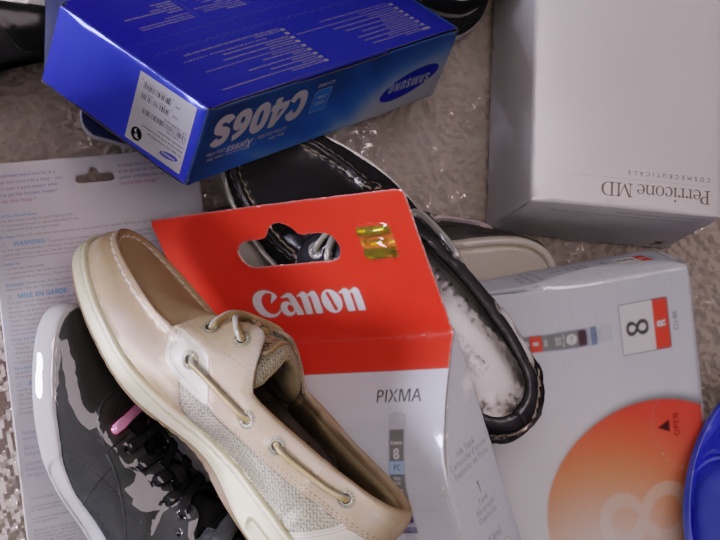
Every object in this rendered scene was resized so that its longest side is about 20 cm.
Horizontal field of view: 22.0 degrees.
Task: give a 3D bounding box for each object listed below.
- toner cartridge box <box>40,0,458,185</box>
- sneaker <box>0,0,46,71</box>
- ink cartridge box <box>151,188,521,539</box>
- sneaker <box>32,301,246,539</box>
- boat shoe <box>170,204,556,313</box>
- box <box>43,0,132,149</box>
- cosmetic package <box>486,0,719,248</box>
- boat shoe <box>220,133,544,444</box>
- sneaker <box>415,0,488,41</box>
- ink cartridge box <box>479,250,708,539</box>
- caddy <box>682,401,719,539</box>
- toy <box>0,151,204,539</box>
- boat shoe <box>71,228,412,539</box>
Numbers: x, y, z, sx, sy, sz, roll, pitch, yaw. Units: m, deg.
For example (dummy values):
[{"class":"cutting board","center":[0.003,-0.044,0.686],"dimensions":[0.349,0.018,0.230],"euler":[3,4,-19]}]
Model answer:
[{"class":"toner cartridge box","center":[-0.048,-0.104,0.886],"dimensions":[0.095,0.043,0.200],"euler":[37,34,22]},{"class":"sneaker","center":[-0.229,-0.095,0.924],"dimensions":[0.199,0.070,0.091],"euler":[-1,86,-5]},{"class":"ink cartridge box","center":[-0.021,0.069,0.852],"dimensions":[0.047,0.160,0.201],"euler":[-37,114,-46]},{"class":"sneaker","center":[-0.079,0.102,0.845],"dimensions":[0.099,0.071,0.201],"euler":[-11,102,29]},{"class":"boat shoe","center":[0.000,0.000,0.942],"dimensions":[0.199,0.057,0.067],"euler":[4,99,-12]},{"class":"box","center":[-0.104,-0.149,0.929],"dimensions":[0.121,0.032,0.201],"euler":[14,68,-48]},{"class":"cosmetic package","center":[0.128,-0.120,0.975],"dimensions":[0.107,0.085,0.201],"euler":[3,78,-12]},{"class":"boat shoe","center":[0.009,0.002,0.867],"dimensions":[0.074,0.060,0.200],"euler":[-40,83,-3]},{"class":"sneaker","center":[0.053,-0.229,0.967],"dimensions":[0.073,0.112,0.201],"euler":[-2,81,-13]},{"class":"ink cartridge box","center":[0.074,0.085,0.920],"dimensions":[0.199,0.050,0.163],"euler":[-11,103,-14]},{"class":"caddy","center":[0.249,0.137,0.931],"dimensions":[0.200,0.105,0.142],"euler":[46,67,-20]},{"class":"toy","center":[-0.128,0.045,0.916],"dimensions":[0.115,0.047,0.201],"euler":[-8,90,-35]},{"class":"boat shoe","center":[-0.052,0.050,0.817],"dimensions":[0.065,0.072,0.200],"euler":[-46,69,21]}]
